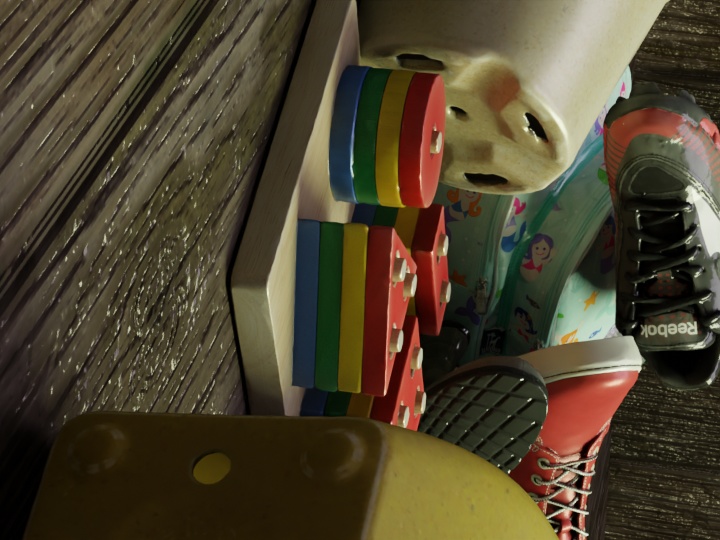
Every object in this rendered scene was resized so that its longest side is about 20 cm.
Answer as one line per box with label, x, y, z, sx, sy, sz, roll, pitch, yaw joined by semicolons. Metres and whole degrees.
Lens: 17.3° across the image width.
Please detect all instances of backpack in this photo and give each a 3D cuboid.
backpack;0.102;-0.041;1.424;0.178;0.150;0.200;-44;145;-35

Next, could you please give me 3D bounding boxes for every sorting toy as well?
sorting toy;0.000;0.000;1.189;0.199;0.069;0.200;84;16;-48

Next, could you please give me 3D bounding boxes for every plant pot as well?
plant pot;0.082;-0.150;1.283;0.201;0.200;0.184;79;31;-59
plant pot;-0.034;0.151;0.795;0.200;0.194;0.196;69;27;-49

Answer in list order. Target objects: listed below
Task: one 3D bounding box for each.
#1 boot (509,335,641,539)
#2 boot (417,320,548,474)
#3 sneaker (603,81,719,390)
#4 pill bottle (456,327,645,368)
boot;0.118;0.123;1.338;0.200;0.072;0.144;124;-39;-66
boot;0.041;0.073;1.333;0.200;0.068;0.131;-48;-160;43
sneaker;0.175;-0.011;1.321;0.098;0.071;0.201;-76;158;-44
pill bottle;0.102;0.073;1.532;0.200;0.113;0.113;-46;147;-35
